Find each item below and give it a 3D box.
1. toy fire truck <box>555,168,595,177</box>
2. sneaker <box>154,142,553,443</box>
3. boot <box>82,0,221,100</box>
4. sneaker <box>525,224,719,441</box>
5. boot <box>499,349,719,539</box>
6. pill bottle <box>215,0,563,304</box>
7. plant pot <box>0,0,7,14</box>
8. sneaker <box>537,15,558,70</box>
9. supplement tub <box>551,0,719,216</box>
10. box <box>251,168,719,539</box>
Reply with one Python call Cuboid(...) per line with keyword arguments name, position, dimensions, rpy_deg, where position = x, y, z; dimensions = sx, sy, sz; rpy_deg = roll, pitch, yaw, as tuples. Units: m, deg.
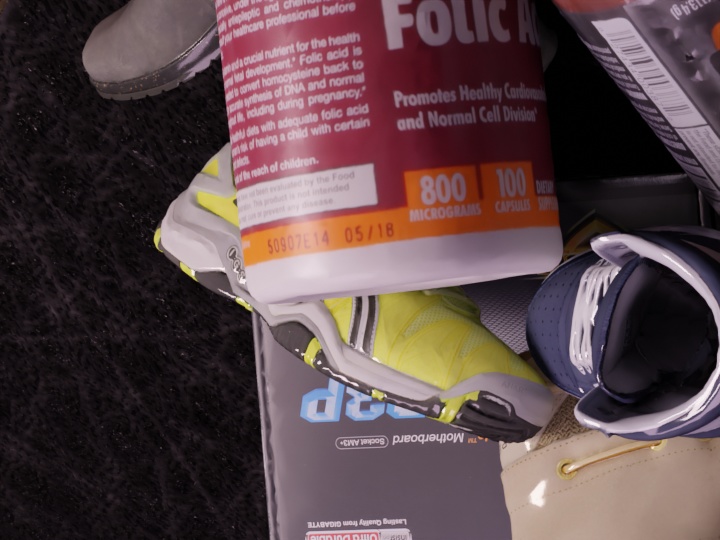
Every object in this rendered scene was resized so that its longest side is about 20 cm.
Cuboid(name="toy fire truck", position=(0.088, 0.036, 1.119), dimensions=(0.200, 0.112, 0.168), rpy_deg=(37, 124, -6))
Cuboid(name="sneaker", position=(0.000, 0.000, 0.973), dimensions=(0.200, 0.077, 0.075), rpy_deg=(33, -176, 35))
Cuboid(name="boot", position=(-0.078, -0.154, 1.030), dimensions=(0.131, 0.068, 0.200), rpy_deg=(50, 141, -15))
Cuboid(name="sneaker", position=(0.092, 0.019, 0.845), dimensions=(0.108, 0.071, 0.200), rpy_deg=(2, -179, -33))
Cuboid(name="boot", position=(0.146, 0.105, 0.934), dimensions=(0.199, 0.156, 0.073), rpy_deg=(-1, 156, 12))
Cuboid(name="pill bottle", position=(0.006, -0.094, 0.882), dimensions=(0.114, 0.114, 0.201), rpy_deg=(-8, 88, 49))
Cuboid(name="plant pot", position=(-0.234, -0.171, 1.030), dimensions=(0.178, 0.201, 0.200), rpy_deg=(9, 146, 8))
Cuboid(name="sneaker", position=(0.012, -0.084, 1.032), dimensions=(0.075, 0.081, 0.200), rpy_deg=(36, 173, -33))
Cuboid(name="supplement tub", position=(0.153, -0.069, 0.879), dimensions=(0.107, 0.107, 0.200), rpy_deg=(-8, 132, 49))
Cuboid(name="box", position=(0.056, 0.042, 1.047), dimensions=(0.199, 0.046, 0.160), rpy_deg=(-3, 94, 17))
